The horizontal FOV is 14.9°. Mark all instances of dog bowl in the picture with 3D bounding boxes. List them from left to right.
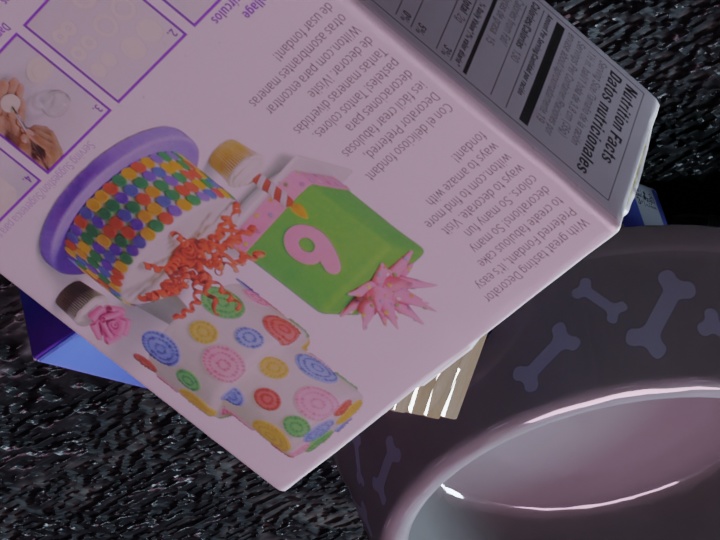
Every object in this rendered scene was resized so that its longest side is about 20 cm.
[{"bbox_3d":[0.089,0.066,0.973,0.199,0.059,0.200,-7,145,-5],"label":"dog bowl"}]

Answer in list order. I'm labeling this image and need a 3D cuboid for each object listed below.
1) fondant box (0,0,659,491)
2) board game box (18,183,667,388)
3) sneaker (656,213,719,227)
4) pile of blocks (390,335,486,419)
[{"bbox_3d":[-0.046,-0.051,0.706,0.200,0.058,0.144,40,130,-13],"label":"fondant box"},{"bbox_3d":[0.000,0.000,0.944,0.134,0.045,0.200,-34,147,30],"label":"board game box"},{"bbox_3d":[0.102,0.040,1.063,0.079,0.076,0.200,16,134,-24],"label":"sneaker"},{"bbox_3d":[0.010,-0.052,0.806,0.082,0.062,0.201,-27,131,-52],"label":"pile of blocks"}]
